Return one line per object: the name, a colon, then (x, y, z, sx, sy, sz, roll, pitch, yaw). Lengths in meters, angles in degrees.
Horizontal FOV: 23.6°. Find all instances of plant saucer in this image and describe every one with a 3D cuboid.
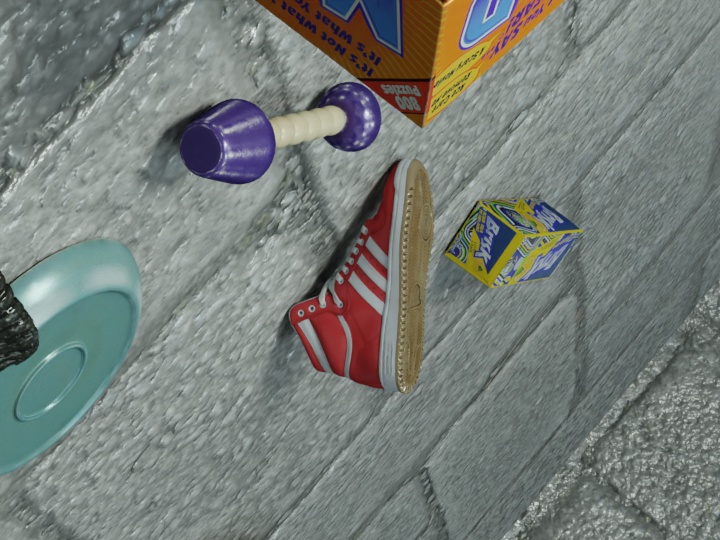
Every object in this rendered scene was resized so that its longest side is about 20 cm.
plant saucer: (-0.211, 0.067, 1.134, 0.200, 0.027, 0.200, -45, 162, -19)

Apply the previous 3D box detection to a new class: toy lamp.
toy lamp: (-0.054, -0.093, 1.164, 0.200, 0.058, 0.058, -17, 142, -60)

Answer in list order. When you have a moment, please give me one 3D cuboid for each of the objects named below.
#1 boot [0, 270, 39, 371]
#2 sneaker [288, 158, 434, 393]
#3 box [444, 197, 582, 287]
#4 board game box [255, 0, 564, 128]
boot: (-0.253, 0.042, 0.885, 0.158, 0.079, 0.211, -40, 171, -12)
sneaker: (0.000, 0.000, 1.486, 0.071, 0.112, 0.201, -4, 100, -64)
box: (0.165, -0.031, 1.814, 0.070, 0.064, 0.200, -57, 162, 16)
board game box: (0.030, -0.240, 0.843, 0.200, 0.200, 0.200, -43, 160, -25)
